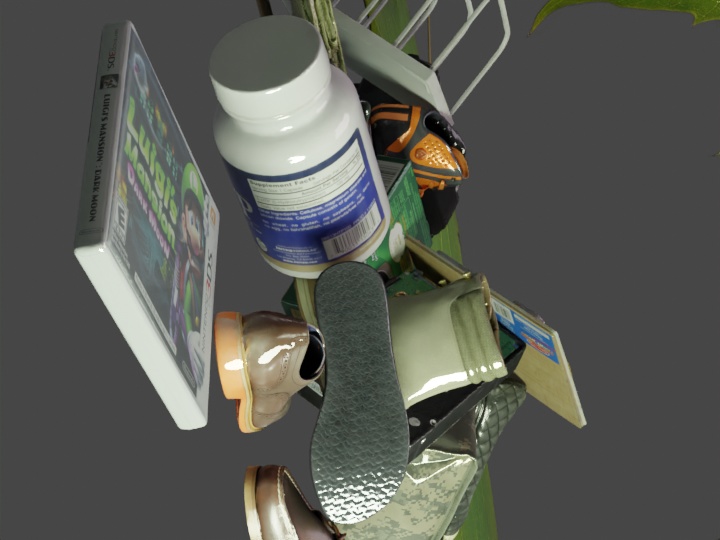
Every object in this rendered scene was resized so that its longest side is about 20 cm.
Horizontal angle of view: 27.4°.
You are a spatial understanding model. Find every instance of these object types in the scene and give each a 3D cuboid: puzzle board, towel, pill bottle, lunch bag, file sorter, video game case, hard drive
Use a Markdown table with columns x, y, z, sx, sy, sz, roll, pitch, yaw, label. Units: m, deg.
| x | y | z | sx | sy | sz | roll | pitch | yaw | label |
| --- | --- | --- | --- | --- | --- | --- | --- | --- | --- |
| 0.130 | 0.055 | 1.411 | 0.200 | 0.017 | 0.151 | 34 | -22 | 38 | puzzle board |
| -0.044 | -0.231 | 1.271 | 0.200 | 0.036 | 0.149 | 67 | 11 | -85 | towel |
| -0.051 | -0.099 | 1.183 | 0.200 | 0.120 | 0.120 | 72 | 13 | -47 | pill bottle |
| 0.032 | 0.190 | 1.389 | 0.164 | 0.117 | 0.200 | -83 | -166 | -60 | lunch bag |
| 0.036 | -0.263 | 1.514 | 0.125 | 0.200 | 0.139 | -53 | 162 | -6 | file sorter |
| -0.130 | -0.026 | 0.942 | 0.200 | 0.023 | 0.182 | 70 | 15 | -52 | video game case |
| 0.040 | 0.082 | 1.314 | 0.200 | 0.140 | 0.038 | -36 | 154 | -46 | hard drive |

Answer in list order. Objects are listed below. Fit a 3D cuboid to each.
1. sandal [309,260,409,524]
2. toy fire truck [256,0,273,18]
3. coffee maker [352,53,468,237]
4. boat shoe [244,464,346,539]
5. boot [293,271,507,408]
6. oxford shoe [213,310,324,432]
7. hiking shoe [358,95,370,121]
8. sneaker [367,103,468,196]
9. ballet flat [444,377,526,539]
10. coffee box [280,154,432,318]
| x | y | z | sx | sy | sz | roll | pitch | yaw | label |
| --- | --- | --- | --- | --- | --- | --- | --- | --- | --- |
| 0.000 | 0.094 | 1.140 | 0.043 | 0.076 | 0.200 | 108 | -17 | -81 | sandal |
| -0.081 | -0.185 | 1.294 | 0.200 | 0.049 | 0.141 | 71 | 13 | -53 | toy fire truck |
| 0.053 | -0.130 | 1.797 | 0.200 | 0.134 | 0.192 | 66 | 19 | -58 | coffee maker |
| -0.037 | 0.226 | 1.153 | 0.070 | 0.070 | 0.200 | -81 | 159 | -50 | boat shoe |
| 0.031 | 0.032 | 1.223 | 0.072 | 0.154 | 0.200 | 58 | 12 | -50 | boot |
| -0.060 | 0.077 | 1.097 | 0.200 | 0.073 | 0.071 | 79 | 4 | -76 | oxford shoe |
| -0.030 | -0.156 | 1.454 | 0.200 | 0.087 | 0.074 | -89 | 167 | -44 | hiking shoe |
| 0.055 | -0.077 | 1.512 | 0.078 | 0.112 | 0.200 | -82 | 169 | -53 | sneaker |
| 0.113 | 0.191 | 1.457 | 0.066 | 0.057 | 0.200 | -110 | -148 | -56 | ballet flat |
| 0.000 | 0.000 | 1.402 | 0.200 | 0.044 | 0.123 | -59 | 149 | -32 | coffee box |
